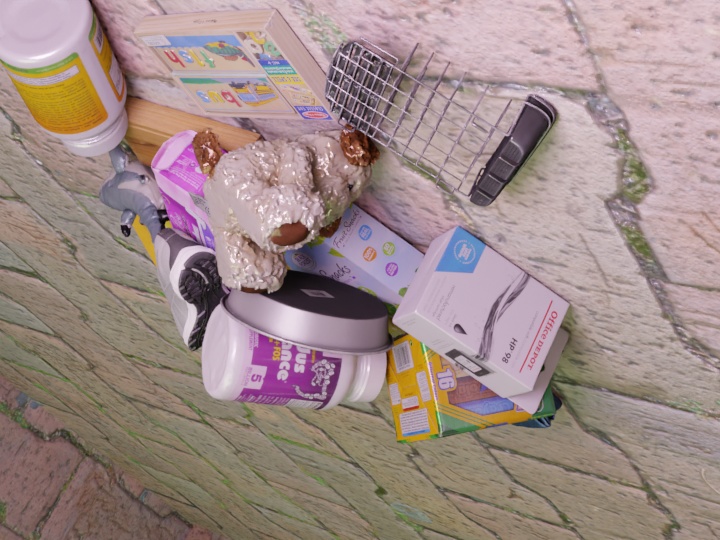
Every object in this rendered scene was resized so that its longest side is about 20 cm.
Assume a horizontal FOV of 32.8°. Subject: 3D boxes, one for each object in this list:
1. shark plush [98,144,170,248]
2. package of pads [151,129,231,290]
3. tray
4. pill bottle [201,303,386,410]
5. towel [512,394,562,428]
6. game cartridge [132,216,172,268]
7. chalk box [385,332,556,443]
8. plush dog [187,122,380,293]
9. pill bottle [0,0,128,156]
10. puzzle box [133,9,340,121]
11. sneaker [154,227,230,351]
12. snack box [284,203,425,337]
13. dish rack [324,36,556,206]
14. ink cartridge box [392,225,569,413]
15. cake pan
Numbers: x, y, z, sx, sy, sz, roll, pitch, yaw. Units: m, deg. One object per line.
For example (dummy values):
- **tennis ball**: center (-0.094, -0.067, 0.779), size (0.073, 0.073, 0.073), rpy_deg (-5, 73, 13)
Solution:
- **shark plush**: center (-0.268, -0.076, 1.516), size (0.091, 0.084, 0.200), rpy_deg (29, -167, -50)
- **package of pads**: center (-0.164, -0.062, 1.402), size (0.120, 0.076, 0.201), rpy_deg (33, 157, 20)
- **tray**: center (-0.191, -0.141, 1.436), size (0.199, 0.037, 0.099), rpy_deg (19, 156, 26)
- **pill bottle**: center (-0.075, 0.102, 1.413), size (0.198, 0.114, 0.112), rpy_deg (8, 167, -25)
- **towel**: center (0.161, 0.137, 1.591), size (0.200, 0.049, 0.111), rpy_deg (38, 157, -22)
- **game cartridge**: center (-0.208, -0.036, 1.604), size (0.199, 0.032, 0.177), rpy_deg (2, 130, 40)
- **chalk box**: center (0.142, 0.123, 1.428), size (0.198, 0.125, 0.124), rpy_deg (-6, 170, -23)
- **plush dog**: center (-0.067, -0.087, 1.243), size (0.162, 0.171, 0.200), rpy_deg (64, 152, 14)
- **pill bottle**: center (-0.319, -0.213, 1.332), size (0.110, 0.112, 0.200), rpy_deg (22, 157, 17)
- **puzzle box**: center (-0.123, -0.204, 1.228), size (0.199, 0.026, 0.133), rpy_deg (8, 150, 42)
- **sneaker**: center (-0.196, 0.021, 1.431), size (0.079, 0.074, 0.201), rpy_deg (43, 155, 27)
- **snack box**: center (0.000, 0.000, 1.465), size (0.199, 0.068, 0.168), rpy_deg (36, 158, -11)
- **dish rack**: center (0.062, -0.141, 1.103), size (0.199, 0.055, 0.154), rpy_deg (31, 157, 1)
- **ink cartridge box**: center (0.149, 0.057, 1.342), size (0.199, 0.116, 0.067), rpy_deg (33, 157, -12)
- **cake pan**: center (-0.055, 0.041, 1.353), size (0.198, 0.037, 0.200), rpy_deg (14, -168, -3)
